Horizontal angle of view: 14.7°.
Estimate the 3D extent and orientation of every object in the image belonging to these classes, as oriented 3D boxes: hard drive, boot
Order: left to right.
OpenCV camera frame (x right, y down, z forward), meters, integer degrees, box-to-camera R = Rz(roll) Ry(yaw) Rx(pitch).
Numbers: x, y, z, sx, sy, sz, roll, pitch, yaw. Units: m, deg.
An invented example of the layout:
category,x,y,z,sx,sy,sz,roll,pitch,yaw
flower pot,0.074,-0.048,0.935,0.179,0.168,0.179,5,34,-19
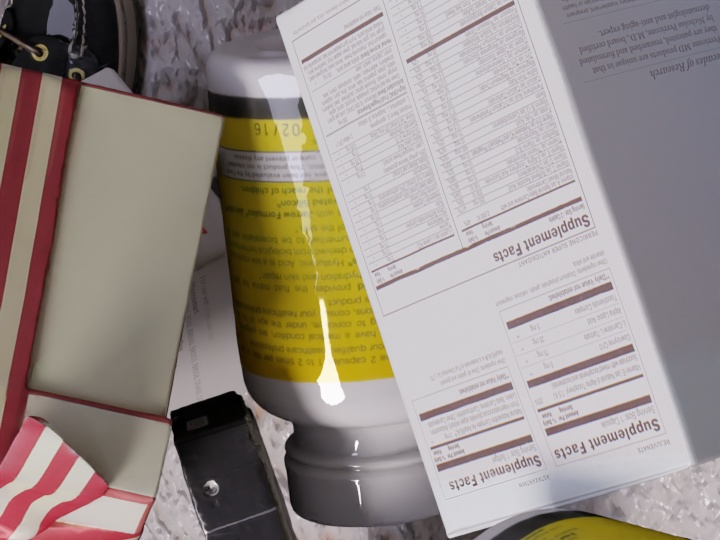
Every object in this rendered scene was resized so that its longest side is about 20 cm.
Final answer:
category,x,y,z,sx,sy,sz,roll,pitch,yaw
boot,-0.190,-0.081,1.365,0.073,0.150,0.201,35,130,42
hard drive,-0.033,0.154,1.178,0.140,0.038,0.201,-160,53,-86

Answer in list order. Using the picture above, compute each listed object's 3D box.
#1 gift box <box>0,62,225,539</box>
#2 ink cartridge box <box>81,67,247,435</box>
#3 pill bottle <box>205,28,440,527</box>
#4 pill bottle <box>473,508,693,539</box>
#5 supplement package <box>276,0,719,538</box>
category,x,y,z,sx,sy,sz,roll,pitch,yaw
gift box,-0.160,0.025,1.119,0.200,0.184,0.188,105,176,-73
ink cartridge box,-0.142,0.014,1.311,0.129,0.200,0.125,51,159,30
pill bottle,0.000,0.000,1.167,0.111,0.111,0.201,10,111,52
pill bottle,0.112,0.144,0.863,0.200,0.114,0.115,10,111,56
supplement package,0.094,-0.031,0.987,0.151,0.151,0.201,-24,83,55
